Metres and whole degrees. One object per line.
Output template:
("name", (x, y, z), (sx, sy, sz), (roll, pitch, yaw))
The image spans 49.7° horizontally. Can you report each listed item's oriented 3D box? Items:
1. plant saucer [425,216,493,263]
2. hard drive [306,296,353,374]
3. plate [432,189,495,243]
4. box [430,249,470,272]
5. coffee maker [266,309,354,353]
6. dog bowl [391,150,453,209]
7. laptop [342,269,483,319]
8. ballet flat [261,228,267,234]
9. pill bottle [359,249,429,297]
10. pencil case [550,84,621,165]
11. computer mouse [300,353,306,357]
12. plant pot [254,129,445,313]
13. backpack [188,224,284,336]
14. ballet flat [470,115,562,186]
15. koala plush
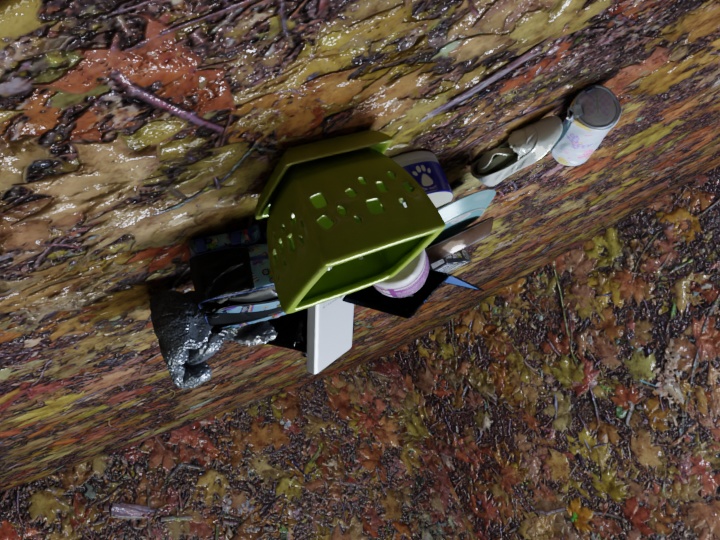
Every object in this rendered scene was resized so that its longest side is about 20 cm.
("plant saucer", (0.177, -0.051, 1.535), (0.200, 0.035, 0.200), (-24, -179, 1))
("hard drive", (-0.056, 0.085, 1.506), (0.027, 0.200, 0.132), (18, -151, 29))
("plate", (0.165, -0.089, 1.436), (0.200, 0.026, 0.200), (-25, 169, -5))
("box", (0.198, 0.003, 2.230), (0.200, 0.049, 0.161), (-32, 165, 30))
("coffee maker", (-0.142, 0.099, 1.616), (0.200, 0.135, 0.192), (7, 167, 32))
("dog bowl", (0.054, -0.119, 1.325), (0.200, 0.079, 0.200), (-24, 169, -5))
("laptop", (0.102, 0.046, 1.505), (0.177, 0.103, 0.200), (12, -134, 44))
("ballet flat", (-0.133, -0.054, 1.311), (0.067, 0.046, 0.200), (-16, 165, -35))
("pill bottle", (0.060, -0.013, 1.336), (0.112, 0.112, 0.200), (-25, 168, 4))
("pencil case", (0.404, -0.258, 1.415), (0.091, 0.083, 0.200), (-26, 169, -3))
("computer mouse", (-0.118, 0.269, 2.762), (0.140, 0.046, 0.200), (-17, 166, -29))
("plant pot", (-0.032, -0.076, 1.091), (0.199, 0.182, 0.200), (-18, 167, -28))
("backpack", (-0.163, 0.009, 1.246), (0.200, 0.135, 0.183), (-14, 165, -8))
("ballet flat", (0.277, -0.216, 1.414), (0.069, 0.070, 0.200), (-13, 165, -44))
("koala plush", (-0.257, 0.088, 1.372), (0.200, 0.178, 0.184), (-16, 160, -11))
